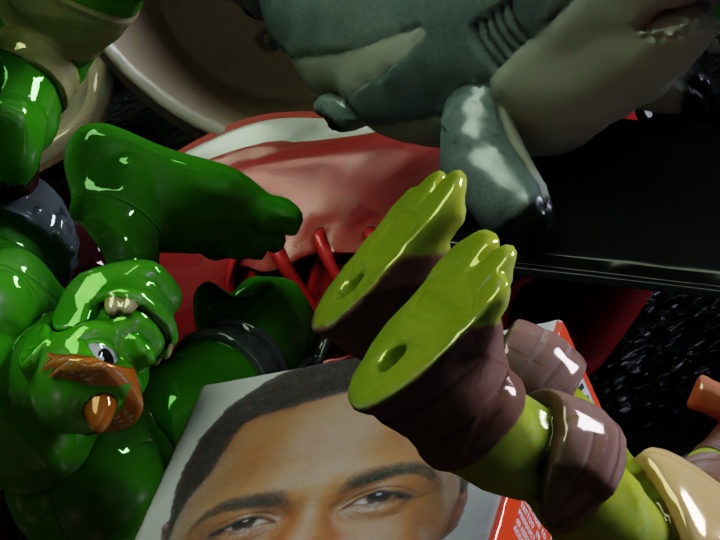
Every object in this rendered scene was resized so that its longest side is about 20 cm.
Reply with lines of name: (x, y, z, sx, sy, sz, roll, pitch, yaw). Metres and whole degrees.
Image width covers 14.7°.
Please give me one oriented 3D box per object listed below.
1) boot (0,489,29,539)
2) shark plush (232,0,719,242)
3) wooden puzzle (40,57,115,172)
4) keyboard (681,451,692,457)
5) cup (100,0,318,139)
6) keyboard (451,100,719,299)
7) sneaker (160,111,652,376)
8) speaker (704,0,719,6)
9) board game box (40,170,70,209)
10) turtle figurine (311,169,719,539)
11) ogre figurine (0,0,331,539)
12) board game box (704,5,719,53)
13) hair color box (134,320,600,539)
boot: (-0.163, 0.059, 0.785, 0.155, 0.077, 0.201, -17, 52, 1)
shark plush: (0.019, -0.085, 0.758, 0.091, 0.084, 0.200, -27, 36, -29)
wooden puzzle: (-0.176, -0.036, 1.027, 0.200, 0.046, 0.185, -34, 13, 4)
keyboard: (0.002, 0.093, 0.686, 0.199, 0.021, 0.127, -25, 24, 0)
cup: (-0.018, -0.122, 0.972, 0.200, 0.201, 0.143, -31, -2, -12)
keyboard: (0.119, -0.007, 0.728, 0.199, 0.040, 0.104, 8, 34, 21)
sneaker: (0.000, 0.000, 0.809, 0.199, 0.079, 0.116, -26, 22, 3)
speaker: (0.095, -0.112, 0.749, 0.081, 0.081, 0.200, -39, 13, -28)
board game box: (-0.137, 0.034, 0.927, 0.135, 0.035, 0.200, -1, 34, 45)
turtle figurine: (0.062, 0.051, 0.575, 0.064, 0.161, 0.200, -42, 17, 19)
ogre figurine: (-0.080, -0.002, 0.701, 0.098, 0.200, 0.120, 8, 55, 19)
board game box: (0.208, -0.139, 0.912, 0.135, 0.035, 0.200, 1, 35, 43)
hair color box: (-0.010, 0.102, 0.602, 0.101, 0.061, 0.200, -12, 33, 25)
